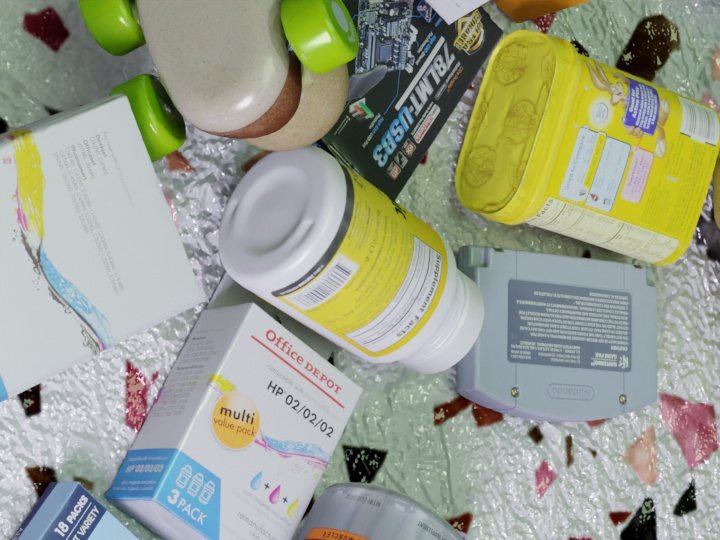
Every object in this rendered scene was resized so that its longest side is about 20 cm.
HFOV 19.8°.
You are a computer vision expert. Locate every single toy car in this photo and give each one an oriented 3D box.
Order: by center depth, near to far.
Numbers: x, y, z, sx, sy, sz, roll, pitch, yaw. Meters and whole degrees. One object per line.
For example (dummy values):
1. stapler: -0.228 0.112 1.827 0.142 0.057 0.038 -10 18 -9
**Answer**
1. toy car: -0.062 -0.145 1.395 0.200 0.164 0.159 28 41 -61

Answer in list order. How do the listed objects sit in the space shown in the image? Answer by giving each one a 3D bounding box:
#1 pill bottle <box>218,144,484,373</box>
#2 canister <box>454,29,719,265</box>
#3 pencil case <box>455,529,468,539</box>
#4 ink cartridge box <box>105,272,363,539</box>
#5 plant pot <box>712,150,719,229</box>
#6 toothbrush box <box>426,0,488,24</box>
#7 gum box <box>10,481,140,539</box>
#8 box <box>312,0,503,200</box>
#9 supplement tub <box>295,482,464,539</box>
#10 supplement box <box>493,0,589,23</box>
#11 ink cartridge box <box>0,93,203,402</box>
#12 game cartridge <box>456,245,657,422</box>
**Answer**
1. pill bottle: 0.000 0.000 1.488 0.200 0.111 0.112 35 65 -42
2. canister: 0.187 -0.093 1.650 0.199 0.086 0.149 16 92 -37
3. pencil case: 0.046 0.286 1.514 0.084 0.085 0.201 6 82 -36
4. ink cartridge box: -0.078 0.103 1.451 0.115 0.068 0.201 39 63 -27
5. plant pot: 0.403 -0.014 1.761 0.200 0.200 0.190 -18 110 -37
6. toothbrush box: 0.111 -0.303 1.558 0.085 0.146 0.201 41 43 -25
7. gum box: -0.176 0.269 1.373 0.200 0.044 0.170 47 60 -23
8. box: -0.006 -0.179 1.550 0.199 0.050 0.200 47 59 -24
9. supplement tub: -0.014 0.255 1.398 0.122 0.122 0.201 42 59 -25
10. supplement box: 0.181 -0.307 1.658 0.073 0.126 0.201 40 62 -25
11. ink cartridge box: -0.234 -0.004 1.298 0.199 0.146 0.147 -27 100 -35
12. game cartridge: 0.158 0.054 1.656 0.199 0.041 0.134 7 85 -36
